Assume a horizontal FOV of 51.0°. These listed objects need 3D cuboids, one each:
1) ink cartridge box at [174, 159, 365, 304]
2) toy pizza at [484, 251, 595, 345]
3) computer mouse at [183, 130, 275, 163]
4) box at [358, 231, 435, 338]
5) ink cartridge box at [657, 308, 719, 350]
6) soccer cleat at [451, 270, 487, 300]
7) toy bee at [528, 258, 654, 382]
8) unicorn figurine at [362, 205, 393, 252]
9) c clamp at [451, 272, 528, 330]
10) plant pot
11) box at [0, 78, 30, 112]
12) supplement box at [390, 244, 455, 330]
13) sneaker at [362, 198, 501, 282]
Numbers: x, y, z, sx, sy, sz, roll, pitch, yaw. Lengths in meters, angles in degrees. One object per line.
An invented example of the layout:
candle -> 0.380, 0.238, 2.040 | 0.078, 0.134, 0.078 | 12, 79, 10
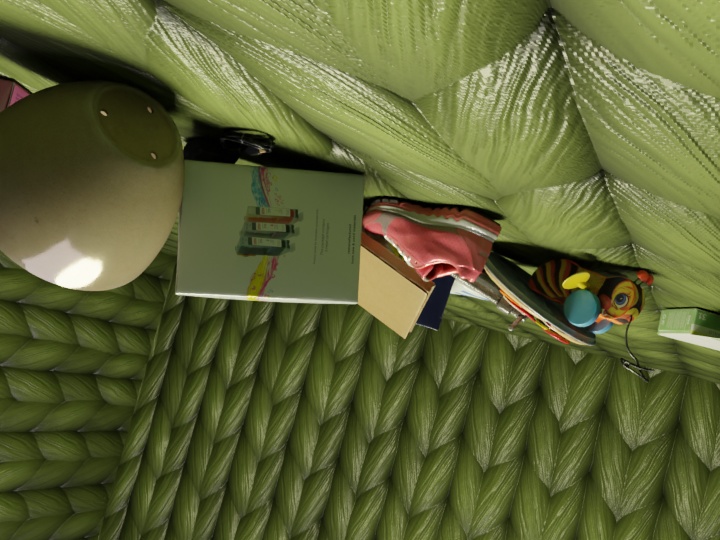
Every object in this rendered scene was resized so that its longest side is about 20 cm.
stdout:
ink cartridge box -> -0.109, -0.038, 0.863 | 0.199, 0.146, 0.145 | 4, 178, -12
toy pizza -> 0.242, 0.044, 1.054 | 0.200, 0.032, 0.200 | 34, -164, -11
computer mouse -> -0.151, -0.127, 0.841 | 0.058, 0.034, 0.200 | 19, 173, -30
box -> 0.000, 0.000, 1.024 | 0.200, 0.021, 0.164 | 36, 155, 10
ink cartridge box -> 0.557, 0.096, 1.119 | 0.145, 0.048, 0.200 | 15, 174, -5
soccer cleat -> 0.155, 0.005, 1.243 | 0.199, 0.070, 0.086 | 6, 163, 26
toy bee -> 0.321, 0.035, 0.976 | 0.200, 0.109, 0.131 | 39, -168, 20
unicorn figurine -> 0.016, -0.026, 1.079 | 0.200, 0.074, 0.137 | 53, 156, -21
c clamp -> 0.166, 0.013, 1.100 | 0.200, 0.027, 0.171 | 35, -163, 21
plant pot -> -0.246, -0.101, 0.715 | 0.200, 0.201, 0.134 | 19, 137, -42
box -> -0.478, -0.176, 0.901 | 0.199, 0.097, 0.176 | 14, 175, 2
supplement box -> 0.044, 0.012, 1.237 | 0.109, 0.109, 0.200 | 19, 180, -40
sneaker -> 0.070, -0.034, 0.907 | 0.199, 0.087, 0.074 | 10, 172, 43
